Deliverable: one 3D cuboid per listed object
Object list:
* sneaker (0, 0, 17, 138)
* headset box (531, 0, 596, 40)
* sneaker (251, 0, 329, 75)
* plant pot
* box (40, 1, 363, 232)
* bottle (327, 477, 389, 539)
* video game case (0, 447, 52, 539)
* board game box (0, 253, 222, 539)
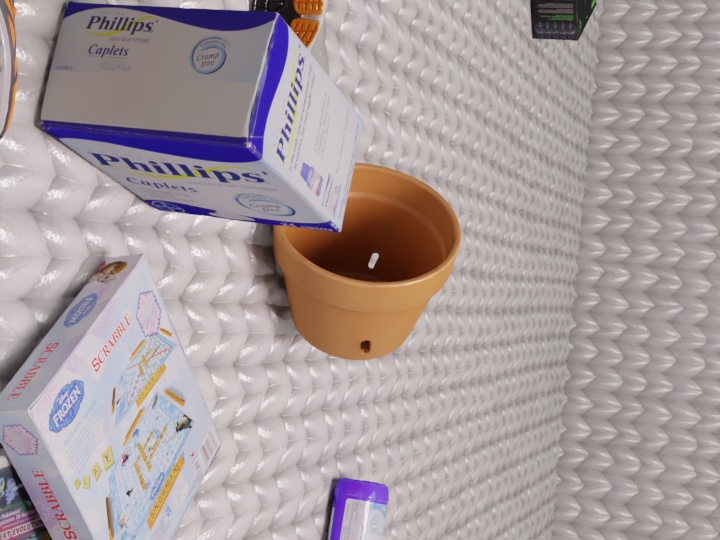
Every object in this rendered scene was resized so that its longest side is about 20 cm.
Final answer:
[{"bbox_3d":[-0.231,-0.186,0.796,0.112,0.077,0.203,-34,126,-63],"label":"sneaker"},{"bbox_3d":[0.385,-0.551,2.336,0.175,0.092,0.202,-58,147,-50],"label":"headset box"},{"bbox_3d":[-0.065,-0.230,1.259,0.092,0.075,0.202,-52,151,-67],"label":"sneaker"},{"bbox_3d":[0.000,0.000,1.330,0.201,0.198,0.141,-60,165,-47],"label":"plant pot"},{"bbox_3d":[-0.118,-0.116,0.970,0.200,0.182,0.106,42,58,-64],"label":"box"},{"bbox_3d":[-0.011,0.363,1.542,0.083,0.065,0.203,36,62,-68],"label":"bottle"},{"bbox_3d":[-0.244,0.219,0.944,0.200,0.023,0.185,-6,101,-68],"label":"video game case"},{"bbox_3d":[-0.191,0.125,0.972,0.201,0.041,0.201,-64,142,-53],"label":"board game box"}]
